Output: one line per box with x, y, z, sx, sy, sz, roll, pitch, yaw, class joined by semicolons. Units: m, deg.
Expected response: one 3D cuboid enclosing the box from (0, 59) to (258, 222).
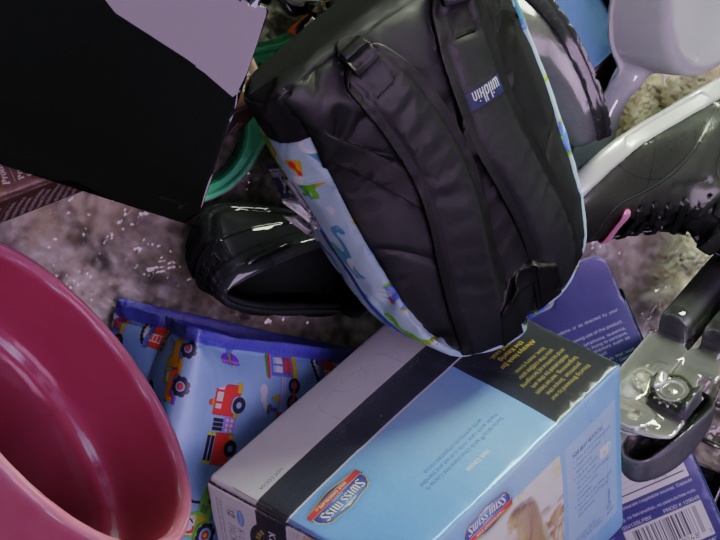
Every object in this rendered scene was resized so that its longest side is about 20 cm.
-0.160;-0.092;1.335;0.200;0.075;0.100;-21;84;-21;box

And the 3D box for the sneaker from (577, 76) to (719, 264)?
0.184;-0.036;1.479;0.200;0.071;0.099;-32;81;-32;sneaker

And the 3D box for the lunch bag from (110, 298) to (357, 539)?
-0.052;0.111;1.448;0.200;0.094;0.151;12;93;-36;lunch bag

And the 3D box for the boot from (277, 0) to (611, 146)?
0.040;-0.127;1.415;0.132;0.070;0.200;-36;94;-4;boot

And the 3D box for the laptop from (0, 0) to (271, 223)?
-0.138;-0.151;1.313;0.177;0.200;0.103;18;136;-10;laptop

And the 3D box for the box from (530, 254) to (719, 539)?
0.127;0.095;1.522;0.121;0.032;0.200;-23;107;5;box

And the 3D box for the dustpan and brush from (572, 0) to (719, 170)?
0.175;-0.138;1.488;0.140;0.057;0.200;13;97;-53;dustpan and brush

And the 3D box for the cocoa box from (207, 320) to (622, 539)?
0.036;0.126;1.388;0.200;0.131;0.133;-40;141;-33;cocoa box

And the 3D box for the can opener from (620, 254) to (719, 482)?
0.201;0.048;1.504;0.200;0.053;0.067;-44;145;-41;can opener

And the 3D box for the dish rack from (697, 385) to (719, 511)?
0.277;0.069;1.604;0.153;0.055;0.200;20;92;-28;dish rack

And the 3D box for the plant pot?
-0.216;0.110;1.301;0.179;0.200;0.200;-38;118;19;plant pot

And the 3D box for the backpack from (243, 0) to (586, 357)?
0.036;-0.053;1.335;0.163;0.154;0.200;-41;107;-21;backpack

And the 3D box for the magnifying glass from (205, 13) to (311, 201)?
-0.051;-0.112;1.428;0.200;0.022;0.080;-39;114;-14;magnifying glass

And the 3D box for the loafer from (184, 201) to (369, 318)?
0.000;0.000;1.442;0.200;0.070;0.068;0;127;-24;loafer

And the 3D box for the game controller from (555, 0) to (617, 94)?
0.099;-0.123;1.485;0.200;0.042;0.104;-43;115;-10;game controller
